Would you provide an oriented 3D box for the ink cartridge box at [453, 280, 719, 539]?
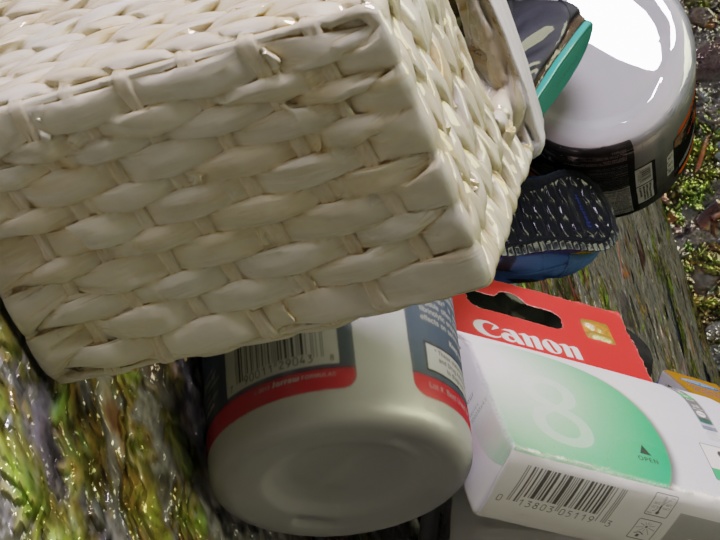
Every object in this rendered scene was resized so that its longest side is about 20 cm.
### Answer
[{"bbox_3d":[0.106,0.053,0.934,0.160,0.050,0.201,15,34,-25],"label":"ink cartridge box"}]

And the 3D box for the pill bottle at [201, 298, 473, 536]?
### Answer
[{"bbox_3d":[-0.017,0.010,0.877,0.120,0.119,0.201,54,25,-53],"label":"pill bottle"}]

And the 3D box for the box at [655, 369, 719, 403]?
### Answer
[{"bbox_3d":[0.184,0.132,1.012,0.200,0.041,0.120,-121,-131,-76],"label":"box"}]

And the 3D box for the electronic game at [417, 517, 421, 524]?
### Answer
[{"bbox_3d":[0.086,0.100,1.183,0.199,0.041,0.202,22,57,-38],"label":"electronic game"}]

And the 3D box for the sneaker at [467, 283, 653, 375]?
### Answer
[{"bbox_3d":[0.067,0.044,1.117,0.199,0.087,0.080,32,29,7],"label":"sneaker"}]

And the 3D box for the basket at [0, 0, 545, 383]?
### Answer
[{"bbox_3d":[-0.047,-0.052,0.694,0.124,0.198,0.136,-75,146,-52],"label":"basket"}]

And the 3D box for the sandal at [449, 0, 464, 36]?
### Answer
[{"bbox_3d":[0.041,-0.156,0.958,0.200,0.054,0.081,-48,163,-49],"label":"sandal"}]

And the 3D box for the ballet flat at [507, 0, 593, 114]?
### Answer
[{"bbox_3d":[0.059,-0.078,0.975,0.201,0.073,0.073,-59,136,-41],"label":"ballet flat"}]

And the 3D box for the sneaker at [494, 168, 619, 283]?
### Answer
[{"bbox_3d":[0.061,-0.021,1.042,0.199,0.078,0.066,5,61,-49],"label":"sneaker"}]

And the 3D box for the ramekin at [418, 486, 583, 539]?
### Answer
[{"bbox_3d":[0.089,0.162,1.023,0.200,0.104,0.202,-174,-90,-87],"label":"ramekin"}]

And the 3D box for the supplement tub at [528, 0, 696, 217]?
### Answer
[{"bbox_3d":[0.146,-0.104,1.161,0.200,0.122,0.124,51,26,-75],"label":"supplement tub"}]
